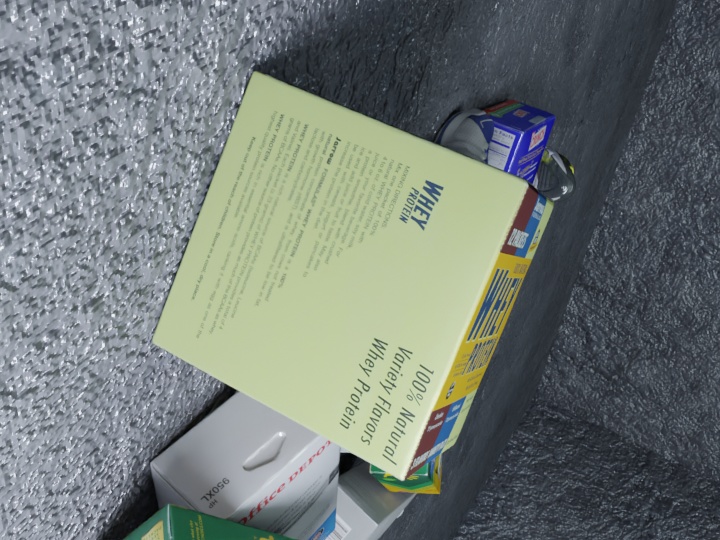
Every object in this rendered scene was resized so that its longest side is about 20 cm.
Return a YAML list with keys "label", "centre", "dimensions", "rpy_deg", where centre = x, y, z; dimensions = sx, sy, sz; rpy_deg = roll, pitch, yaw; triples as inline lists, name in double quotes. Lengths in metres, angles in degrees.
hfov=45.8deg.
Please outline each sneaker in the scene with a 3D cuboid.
- label: "sneaker"
  centre: [0.279, -0.145, 1.239]
  dimensions: [0.200, 0.084, 0.075]
  rpy_deg: [-114, -145, -68]
- label: "sneaker"
  centre: [0.118, -0.094, 0.940]
  dimensions: [0.199, 0.114, 0.081]
  rpy_deg: [-47, 155, -43]

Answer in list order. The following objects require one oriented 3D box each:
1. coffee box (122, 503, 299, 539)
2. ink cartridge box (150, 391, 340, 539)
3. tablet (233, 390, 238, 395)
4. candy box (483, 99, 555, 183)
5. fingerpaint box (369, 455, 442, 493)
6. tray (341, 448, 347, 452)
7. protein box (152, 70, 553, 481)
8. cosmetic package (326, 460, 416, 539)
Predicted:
- label: "coffee box"
  centre: [-0.100, 0.241, 0.640]
  dimensions: [0.123, 0.044, 0.199]
  rpy_deg: [-41, 133, 23]
- label: "ink cartridge box"
  centre: [-0.093, 0.199, 0.741]
  dimensions: [0.144, 0.084, 0.201]
  rpy_deg: [-38, 149, -34]
- label: "tablet"
  centre: [-0.078, 0.125, 0.832]
  dimensions: [0.131, 0.014, 0.200]
  rpy_deg: [-60, 160, -15]
- label: "candy box"
  centre: [0.178, -0.115, 1.137]
  dimensions: [0.169, 0.077, 0.202]
  rpy_deg: [-30, 141, -59]
- label: "fingerpaint box"
  centre: [0.066, 0.166, 1.069]
  dimensions: [0.167, 0.073, 0.202]
  rpy_deg: [66, 27, -66]
- label: "tray"
  centre: [0.004, 0.106, 0.905]
  dimensions: [0.022, 0.106, 0.202]
  rpy_deg: [-124, -135, -57]
- label: "protein box"
  centre: [0.000, 0.000, 0.598]
  dimensions: [0.200, 0.199, 0.135]
  rpy_deg: [-68, 161, 7]
- label: "cosmetic package"
  centre: [-0.004, 0.319, 1.129]
  dimensions: [0.107, 0.090, 0.200]
  rpy_deg: [-52, 167, 10]
